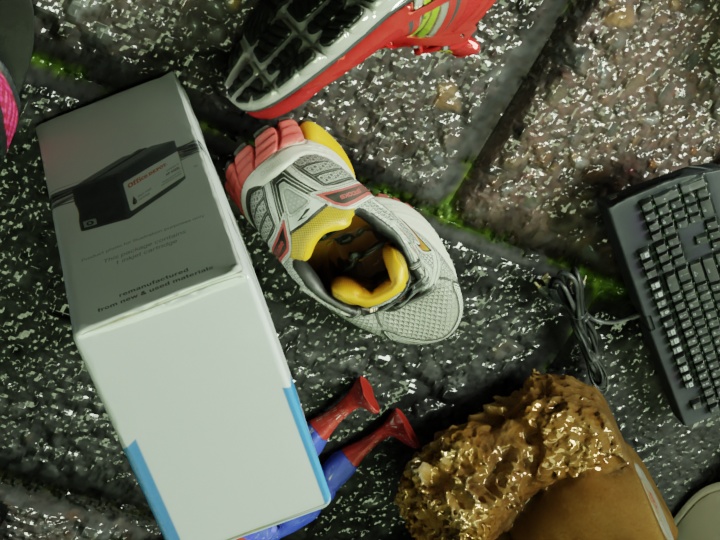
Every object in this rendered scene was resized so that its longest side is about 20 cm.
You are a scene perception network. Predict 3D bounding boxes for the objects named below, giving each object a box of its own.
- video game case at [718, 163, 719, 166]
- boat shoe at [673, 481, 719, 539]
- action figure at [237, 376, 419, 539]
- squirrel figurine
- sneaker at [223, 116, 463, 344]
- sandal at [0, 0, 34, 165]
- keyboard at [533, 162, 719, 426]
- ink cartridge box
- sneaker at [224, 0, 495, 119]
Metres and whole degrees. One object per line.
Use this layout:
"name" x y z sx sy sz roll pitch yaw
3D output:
"video game case" 0.293 -0.019 1.035 0.182 0.023 0.200 -45 123 11
"boat shoe" 0.282 0.157 1.111 0.063 0.073 0.200 12 128 -47
"action figure" -0.052 0.162 0.992 0.200 0.099 0.065 -40 123 11
"squirrel figurine" 0.090 0.167 1.037 0.186 0.142 0.200 -25 113 11
"sneaker" 0.000 0.000 0.899 0.078 0.082 0.200 -40 143 10
"sandal" -0.202 -0.075 0.822 0.075 0.045 0.200 1 120 -19
"keyboard" 0.182 0.026 1.007 0.127 0.021 0.200 -20 130 9
"ink cartridge box" -0.091 0.017 0.822 0.084 0.200 0.145 -20 125 -3
"sneaker" 0.024 -0.131 0.847 0.200 0.077 0.085 -35 132 6
